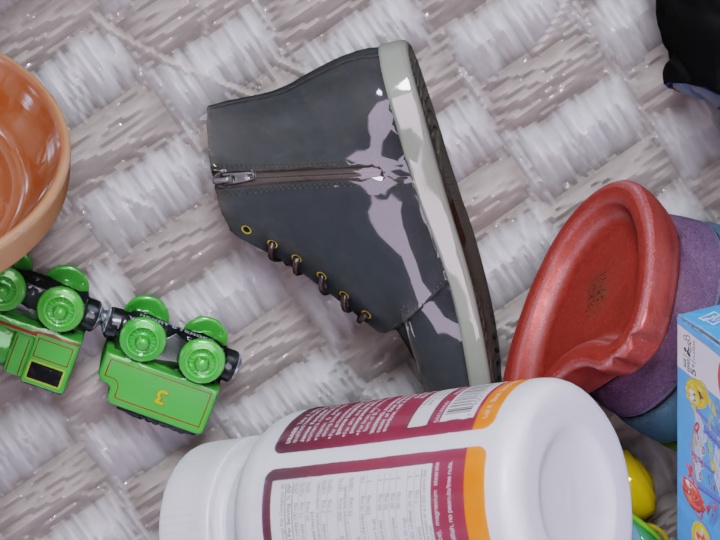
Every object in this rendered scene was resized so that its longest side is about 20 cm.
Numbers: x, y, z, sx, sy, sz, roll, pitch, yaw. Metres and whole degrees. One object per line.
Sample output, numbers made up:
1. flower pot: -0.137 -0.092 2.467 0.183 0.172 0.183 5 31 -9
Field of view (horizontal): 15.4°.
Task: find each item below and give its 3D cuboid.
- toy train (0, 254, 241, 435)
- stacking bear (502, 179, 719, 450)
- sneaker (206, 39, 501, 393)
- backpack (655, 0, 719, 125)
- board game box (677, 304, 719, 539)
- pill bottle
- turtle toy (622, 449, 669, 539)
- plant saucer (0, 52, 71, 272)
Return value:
1. toy train: -0.154 0.024 1.252 0.199 0.042 0.057 20 109 -8
2. stacking bear: 0.184 0.047 1.251 0.199 0.121 0.114 25 56 -20
3. sneaker: 0.000 0.000 1.251 0.106 0.075 0.201 -15 100 9
4. backpack: 0.238 -0.116 1.189 0.189 0.200 0.155 -19 106 -8
5. board game box: 0.240 0.096 1.203 0.195 0.056 0.201 -13 116 -21
6. pill bottle: 0.013 0.113 1.204 0.199 0.109 0.110 -10 104 35
7. turtle toy: 0.108 0.190 1.271 0.145 0.101 0.201 -29 101 1
8. plant saucer: -0.226 -0.043 1.162 0.199 0.201 0.032 2 128 -5
